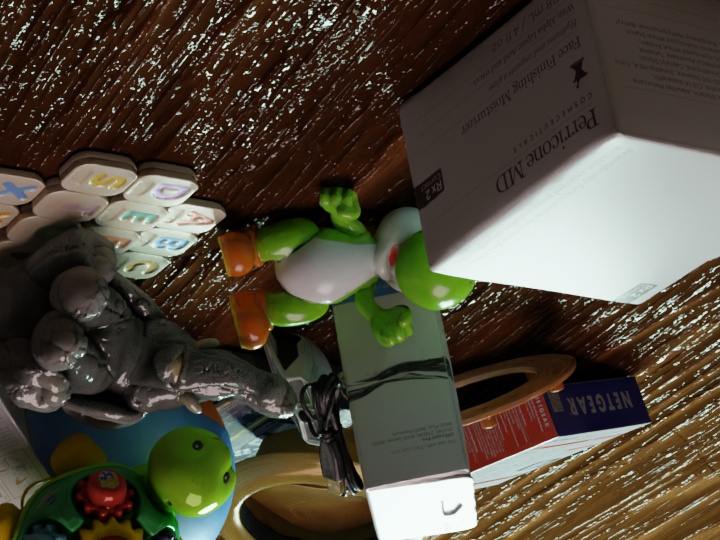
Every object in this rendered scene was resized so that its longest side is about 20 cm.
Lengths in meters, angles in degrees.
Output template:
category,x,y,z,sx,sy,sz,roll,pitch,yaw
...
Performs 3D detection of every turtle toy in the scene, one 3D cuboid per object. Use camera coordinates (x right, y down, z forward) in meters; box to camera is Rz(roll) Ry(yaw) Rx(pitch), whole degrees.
category,x,y,z,sx,sy,sz,roll,pitch,yaw
turtle toy,-0.178,0.193,1.541,0.200,0.146,0.101,-45,-164,-14

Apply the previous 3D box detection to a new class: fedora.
category,x,y,z,sx,sy,sz,roll,pitch,yaw
fedora,-0.033,0.192,1.815,0.200,0.082,0.201,2,139,2

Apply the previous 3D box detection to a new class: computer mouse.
category,x,y,z,sx,sy,sz,roll,pitch,yaw
computer mouse,-0.037,0.097,1.662,0.044,0.200,0.110,-20,115,-7

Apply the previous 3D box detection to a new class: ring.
category,x,y,z,sx,sy,sz,roll,pitch,yaw
ring,0.092,0.115,1.789,0.200,0.019,0.200,-18,-173,2

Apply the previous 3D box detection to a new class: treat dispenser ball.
category,x,y,z,sx,sy,sz,roll,pitch,yaw
treat dispenser ball,-0.202,0.166,1.690,0.201,0.201,0.201,-8,156,-4

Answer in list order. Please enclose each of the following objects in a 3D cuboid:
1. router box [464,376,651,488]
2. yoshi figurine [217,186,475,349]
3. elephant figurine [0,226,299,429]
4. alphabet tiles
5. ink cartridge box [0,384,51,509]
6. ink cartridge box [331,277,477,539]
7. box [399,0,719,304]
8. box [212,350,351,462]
category,x,y,z,sx,sy,sz,roll,pitch,yaw
router box,0.147,0.156,1.924,0.179,0.049,0.200,-26,167,29
yoshi figurine,0.001,-0.001,1.525,0.200,0.112,0.112,-11,149,-5
elephant figurine,-0.174,0.064,1.517,0.142,0.155,0.200,-46,137,16
alphabet tiles,-0.206,-0.029,1.492,0.196,0.015,0.200,9,149,-36
ink cartridge box,-0.323,0.125,1.604,0.162,0.050,0.200,-22,113,24
ink cartridge box,0.033,0.096,1.628,0.084,0.200,0.145,-11,155,1
box,0.167,-0.084,1.373,0.200,0.131,0.199,9,149,-35
box,-0.113,0.137,1.847,0.161,0.049,0.200,8,150,-40
